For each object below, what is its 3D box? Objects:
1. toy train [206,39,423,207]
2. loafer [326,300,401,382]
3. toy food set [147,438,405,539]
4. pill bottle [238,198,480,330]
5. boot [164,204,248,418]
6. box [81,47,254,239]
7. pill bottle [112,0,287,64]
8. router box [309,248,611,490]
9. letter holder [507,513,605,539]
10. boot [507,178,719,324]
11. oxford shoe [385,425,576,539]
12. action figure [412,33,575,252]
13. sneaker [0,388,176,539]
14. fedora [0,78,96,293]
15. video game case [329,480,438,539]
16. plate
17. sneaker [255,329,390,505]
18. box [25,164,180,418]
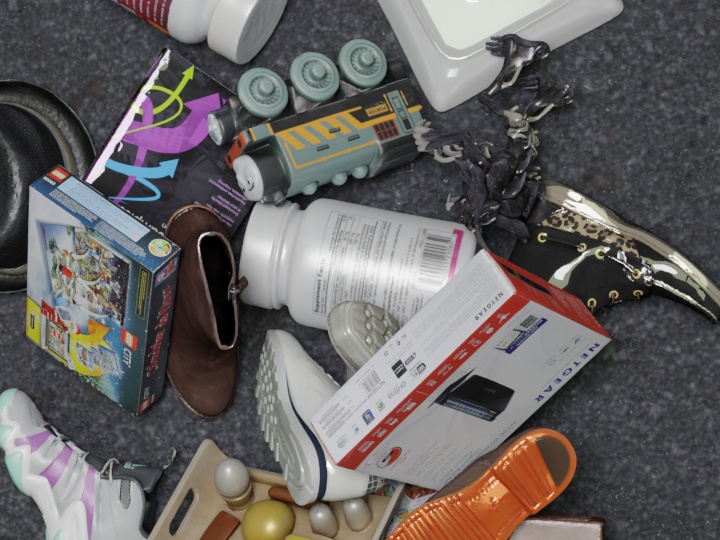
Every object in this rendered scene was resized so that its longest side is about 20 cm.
[{"bbox_3d":[-0.034,-0.128,1.377,0.198,0.085,0.115,-20,77,-28],"label":"toy train"},{"bbox_3d":[0.016,0.088,1.323,0.069,0.200,0.071,-15,54,21],"label":"loafer"},{"bbox_3d":[-0.076,0.221,1.329,0.198,0.061,0.144,8,50,25],"label":"toy food set"},{"bbox_3d":[0.000,0.000,1.371,0.198,0.113,0.115,11,85,8],"label":"pill bottle"},{"bbox_3d":[-0.133,0.048,1.334,0.071,0.166,0.203,-8,104,-12],"label":"boot"},{"bbox_3d":[-0.170,-0.078,1.414,0.142,0.036,0.201,32,89,-14],"label":"box"},{"bbox_3d":[-0.170,-0.276,1.422,0.199,0.110,0.110,32,88,9],"label":"pill bottle"},{"bbox_3d":[0.084,0.086,1.260,0.200,0.179,0.049,-46,57,16],"label":"router box"},{"bbox_3d":[0.134,0.309,1.330,0.140,0.101,0.203,2,84,9],"label":"letter holder"},{"bbox_3d":[0.205,0.029,1.363,0.199,0.073,0.151,33,87,13],"label":"boot"},{"bbox_3d":[0.092,0.201,1.294,0.199,0.073,0.072,-35,94,0],"label":"oxford shoe"},{"bbox_3d":[0.114,-0.101,1.360,0.101,0.119,0.201,-8,49,46],"label":"action figure"},{"bbox_3d":[-0.233,0.179,1.404,0.139,0.078,0.202,-25,91,2],"label":"sneaker"},{"bbox_3d":[-0.333,-0.083,1.428,0.198,0.092,0.203,-1,84,6],"label":"fedora"},{"bbox_3d":[0.040,0.240,1.326,0.142,0.018,0.201,-19,43,6],"label":"video game case"},{"bbox_3d":[0.110,-0.278,1.429,0.198,0.032,0.202,-28,81,4],"label":"plate"},{"bbox_3d":[-0.038,0.125,1.356,0.080,0.077,0.201,-5,40,-18],"label":"sneaker"},{"bbox_3d":[-0.226,0.022,1.356,0.136,0.201,0.038,33,50,16],"label":"box"}]
